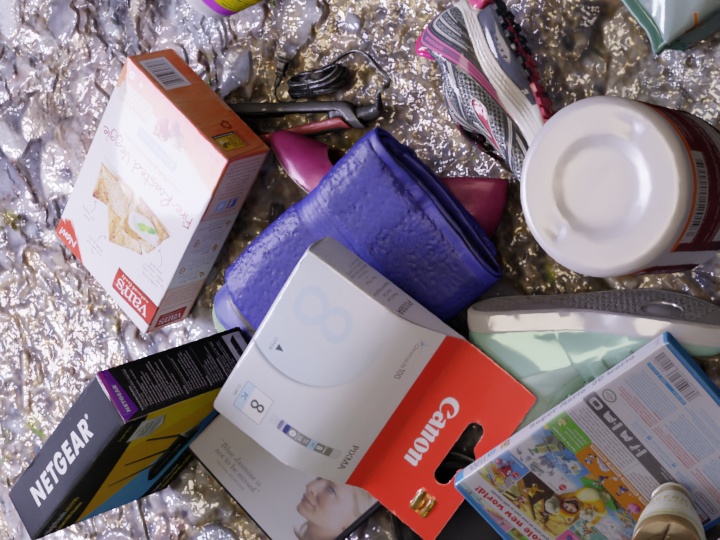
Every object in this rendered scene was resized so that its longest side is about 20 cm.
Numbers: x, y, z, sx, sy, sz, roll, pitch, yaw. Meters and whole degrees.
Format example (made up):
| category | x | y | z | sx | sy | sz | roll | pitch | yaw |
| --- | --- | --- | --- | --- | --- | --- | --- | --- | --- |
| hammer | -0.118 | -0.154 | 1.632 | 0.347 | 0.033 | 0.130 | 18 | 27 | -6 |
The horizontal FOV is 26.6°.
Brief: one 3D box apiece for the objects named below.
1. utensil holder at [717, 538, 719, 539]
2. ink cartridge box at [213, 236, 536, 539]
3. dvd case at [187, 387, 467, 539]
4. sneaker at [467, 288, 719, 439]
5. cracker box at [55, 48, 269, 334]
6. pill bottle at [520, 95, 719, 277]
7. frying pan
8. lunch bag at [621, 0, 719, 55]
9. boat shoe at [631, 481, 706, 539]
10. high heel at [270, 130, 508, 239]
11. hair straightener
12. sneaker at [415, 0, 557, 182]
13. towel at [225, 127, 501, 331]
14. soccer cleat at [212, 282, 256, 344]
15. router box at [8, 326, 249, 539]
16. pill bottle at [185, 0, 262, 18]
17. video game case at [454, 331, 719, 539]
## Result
| category | x | y | z | sx | sy | sz | roll | pitch | yaw |
| --- | --- | --- | --- | --- | --- | --- | --- | --- | --- |
| utensil holder | 0.299 | 0.225 | 0.977 | 0.168 | 0.199 | 0.173 | 2 | 95 | 26 |
| ink cartridge box | 0.007 | 0.097 | 1.134 | 0.199 | 0.047 | 0.161 | 38 | 116 | 8 |
| dvd case | -0.029 | 0.131 | 1.196 | 0.143 | 0.018 | 0.200 | 47 | 116 | 3 |
| sneaker | 0.181 | 0.080 | 1.124 | 0.198 | 0.074 | 0.120 | -1 | 104 | 22 |
| cracker box | -0.172 | -0.065 | 1.288 | 0.134 | 0.057 | 0.201 | 44 | 127 | 20 |
| pill bottle | 0.195 | -0.055 | 1.032 | 0.113 | 0.199 | 0.116 | 1 | 91 | 28 |
| frying pan | 0.060 | 0.228 | 1.211 | 0.115 | 0.031 | 0.191 | 38 | 117 | 21 |
| lunch bag | 0.223 | -0.278 | 1.057 | 0.170 | 0.122 | 0.201 | -38 | 80 | 25 |
| boat shoe | 0.225 | 0.254 | 1.098 | 0.072 | 0.063 | 0.203 | -1 | 112 | 18 |
| high heel | 0.023 | -0.080 | 1.204 | 0.199 | 0.067 | 0.097 | 34 | 110 | 11 |
| hair straightener | -0.059 | -0.144 | 1.257 | 0.198 | 0.041 | 0.078 | -9 | 87 | 34 |
| sneaker | 0.111 | -0.108 | 1.143 | 0.074 | 0.080 | 0.202 | -27 | 76 | 19 |
| towel | 0.000 | 0.000 | 1.181 | 0.200 | 0.050 | 0.148 | -40 | 89 | 30 |
| soccer cleat | -0.061 | 0.096 | 1.268 | 0.202 | 0.064 | 0.084 | 61 | 145 | 9 |
| router box | -0.185 | 0.135 | 1.245 | 0.051 | 0.148 | 0.200 | 56 | 134 | 17 |
| pill bottle | -0.058 | -0.285 | 1.220 | 0.198 | 0.104 | 0.106 | -20 | 82 | 28 |
| video game case | 0.187 | 0.150 | 1.107 | 0.199 | 0.018 | 0.143 | -38 | 105 | 24 |
